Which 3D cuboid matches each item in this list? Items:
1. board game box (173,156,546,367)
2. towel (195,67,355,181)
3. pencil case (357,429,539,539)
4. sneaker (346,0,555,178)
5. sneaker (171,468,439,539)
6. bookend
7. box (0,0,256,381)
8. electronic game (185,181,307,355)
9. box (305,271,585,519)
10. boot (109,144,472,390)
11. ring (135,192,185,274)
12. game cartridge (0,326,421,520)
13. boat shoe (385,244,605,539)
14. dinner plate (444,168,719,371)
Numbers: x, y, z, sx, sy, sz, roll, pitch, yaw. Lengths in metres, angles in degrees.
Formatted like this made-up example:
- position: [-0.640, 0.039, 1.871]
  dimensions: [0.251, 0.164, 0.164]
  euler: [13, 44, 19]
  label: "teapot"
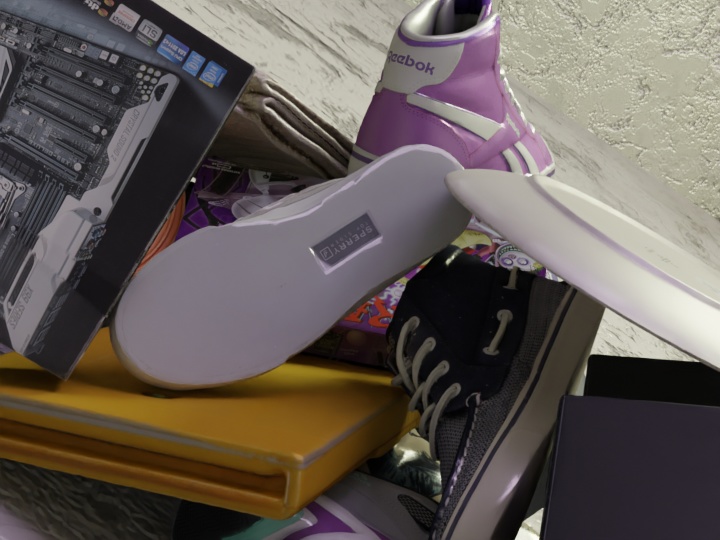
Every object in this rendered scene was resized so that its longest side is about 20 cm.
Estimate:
- position: [0.000, 0.000, 0.921]
  dimensions: [0.198, 0.032, 0.121]
  euler: [10, 44, 1]
  label: "board game box"
- position: [-0.076, -0.078, 1.028]
  dimensions: [0.132, 0.035, 0.199]
  euler: [37, -16, -34]
  label: "towel"
- position: [0.064, 0.163, 0.864]
  dimensions: [0.200, 0.078, 0.089]
  euler: [41, 27, 18]
  label: "pencil case"
- position: [0.070, -0.099, 0.982]
  dimensions: [0.072, 0.115, 0.200]
  euler: [19, 11, 24]
  label: "sneaker"
- position: [0.024, 0.149, 0.768]
  dimensions: [0.139, 0.078, 0.200]
  euler: [-5, 42, -48]
  label: "sneaker"
- position: [0.118, 0.103, 0.732]
  dimensions: [0.091, 0.201, 0.200]
  euler: [4, 52, 13]
  label: "bookend"
- position: [-0.169, -0.073, 0.735]
  dimensions: [0.199, 0.158, 0.050]
  euler: [33, -2, -12]
  label: "box"
- position: [-0.071, 0.013, 1.081]
  dimensions: [0.200, 0.042, 0.200]
  euler: [41, 12, -11]
  label: "electronic game"
- position: [0.049, 0.038, 1.037]
  dimensions: [0.148, 0.104, 0.201]
  euler: [36, 28, -33]
  label: "box"
- position: [-0.040, 0.007, 0.826]
  dimensions: [0.199, 0.095, 0.074]
  euler: [-25, 86, -28]
  label: "boot"
- position: [-0.190, -0.054, 0.927]
  dimensions: [0.199, 0.019, 0.201]
  euler: [16, 40, -14]
  label: "ring"
- position: [-0.076, 0.064, 0.803]
  dimensions: [0.175, 0.033, 0.200]
  euler: [10, 7, 17]
  label: "game cartridge"
- position: [0.044, 0.063, 0.793]
  dimensions: [0.092, 0.075, 0.200]
  euler: [20, 35, 11]
  label: "boat shoe"
- position: [0.128, 0.000, 0.781]
  dimensions: [0.199, 0.024, 0.200]
  euler: [30, 12, -7]
  label: "dinner plate"
